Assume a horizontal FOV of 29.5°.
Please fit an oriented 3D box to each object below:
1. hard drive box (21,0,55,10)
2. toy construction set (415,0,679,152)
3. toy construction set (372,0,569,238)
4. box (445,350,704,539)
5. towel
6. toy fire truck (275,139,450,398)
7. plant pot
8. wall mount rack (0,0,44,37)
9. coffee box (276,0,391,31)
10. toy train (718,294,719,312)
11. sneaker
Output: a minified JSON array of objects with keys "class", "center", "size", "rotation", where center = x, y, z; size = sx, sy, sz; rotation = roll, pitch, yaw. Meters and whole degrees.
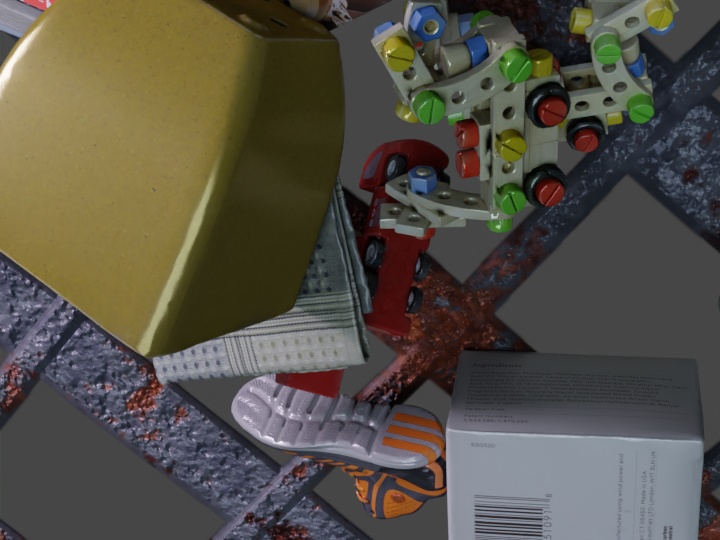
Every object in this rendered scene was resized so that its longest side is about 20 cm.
[{"class":"hard drive box","center":[-0.208,-0.289,0.946],"size":[0.155,0.076,0.202],"rotation":[25,125,38]},{"class":"toy construction set","center":[0.129,-0.147,0.981],"size":[0.198,0.093,0.132],"rotation":[3,141,18]},{"class":"toy construction set","center":[0.069,-0.091,0.922],"size":[0.130,0.093,0.201],"rotation":[-11,140,-11]},{"class":"box","center":[0.173,0.182,1.112],"size":[0.198,0.131,0.201],"rotation":[1,116,10]},{"class":"towel","center":[-0.088,-0.013,1.022],"size":[0.198,0.034,0.194],"rotation":[-6,99,30]},{"class":"toy fire truck","center":[0.000,0.000,1.074],"size":[0.048,0.141,0.202],"rotation":[17,82,-25]},{"class":"plant pot","center":[-0.119,-0.093,0.898],"size":[0.194,0.195,0.201],"rotation":[34,109,17]},{"class":"wall mount rack","center":[-0.291,-0.164,1.051],"size":[0.199,0.174,0.075],"rotation":[23,78,0]},{"class":"coffee box","center":[-0.043,-0.221,0.937],"size":[0.199,0.080,0.113],"rotation":[-15,115,51]},{"class":"toy train","center":[0.345,0.077,1.059],"size":[0.113,0.085,0.202],"rotation":[-11,114,5]},{"class":"sneaker","center":[-0.015,0.158,1.168],"size":[0.199,0.078,0.113],"rotation":[15,143,25]}]
